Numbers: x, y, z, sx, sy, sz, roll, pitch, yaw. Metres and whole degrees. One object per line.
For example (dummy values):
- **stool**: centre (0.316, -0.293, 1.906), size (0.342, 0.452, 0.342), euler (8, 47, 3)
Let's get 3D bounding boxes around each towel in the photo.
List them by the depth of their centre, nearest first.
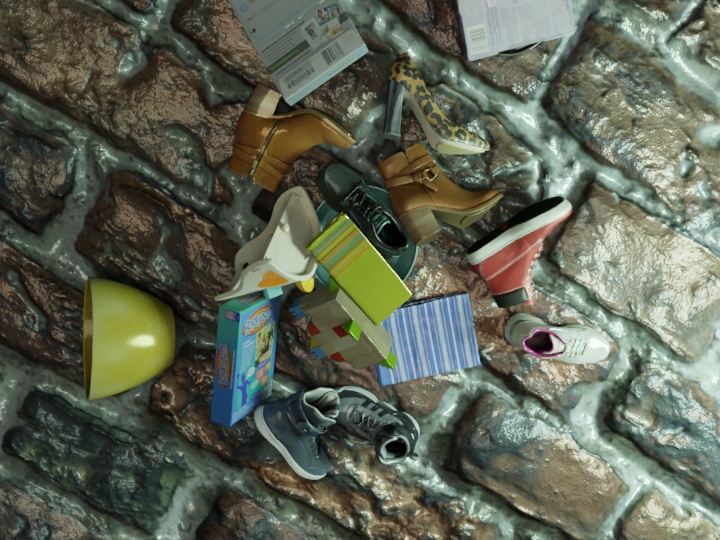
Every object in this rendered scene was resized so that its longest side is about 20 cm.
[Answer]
- **towel**: centre (0.000, 0.000, 1.183), size (0.086, 0.018, 0.200), euler (-39, 118, 5)
- **towel**: centre (0.114, 0.127, 1.304), size (0.194, 0.024, 0.149), euler (-12, 105, 2)

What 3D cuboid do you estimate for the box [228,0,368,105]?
- **box**: centre (-0.101, -0.391, 1.129), size (0.154, 0.041, 0.203), euler (-32, 85, 8)

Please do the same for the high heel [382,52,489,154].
- **high heel**: centre (0.134, -0.275, 1.188), size (0.195, 0.071, 0.147), euler (10, 83, -17)

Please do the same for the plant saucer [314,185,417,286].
- **plant saucer**: centre (0.003, -0.049, 1.251), size (0.194, 0.036, 0.206), euler (0, 105, -1)

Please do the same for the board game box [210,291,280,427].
- **board game box**: centre (-0.196, 0.144, 1.238), size (0.044, 0.152, 0.206), euler (12, 105, 18)

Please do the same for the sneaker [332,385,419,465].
- **sneaker**: centre (0.021, 0.282, 1.296), size (0.196, 0.114, 0.077), euler (25, 103, -7)

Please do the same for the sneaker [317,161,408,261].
- **sneaker**: centre (0.011, -0.102, 1.172), size (0.200, 0.079, 0.076), euler (46, 78, -13)

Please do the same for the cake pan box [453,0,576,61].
- **cake pan box**: centre (0.238, -0.450, 1.143), size (0.179, 0.052, 0.205), euler (-14, 104, 5)

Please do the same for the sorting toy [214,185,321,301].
- **sorting toy**: centre (-0.161, -0.015, 1.188), size (0.177, 0.202, 0.108), euler (-22, 122, 29)

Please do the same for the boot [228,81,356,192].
- **boot**: centre (-0.116, -0.202, 1.194), size (0.196, 0.074, 0.158), euler (25, 102, 6)

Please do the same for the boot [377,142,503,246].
- **boot**: centre (0.134, -0.144, 1.215), size (0.196, 0.077, 0.158), euler (-24, 77, -15)

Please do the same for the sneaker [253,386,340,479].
- **sneaker**: centre (-0.077, 0.293, 1.286), size (0.144, 0.078, 0.203), euler (-26, 124, 20)

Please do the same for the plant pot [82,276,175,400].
- **plant pot**: centre (-0.396, 0.114, 1.227), size (0.138, 0.199, 0.206), euler (1, 106, -26)

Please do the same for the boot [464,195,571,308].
- **boot**: centre (0.300, -0.025, 1.244), size (0.198, 0.073, 0.146), euler (-33, 103, 16)

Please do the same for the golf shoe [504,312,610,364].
- **golf shoe**: centre (0.356, 0.134, 1.274), size (0.194, 0.092, 0.077), euler (10, 103, -5)

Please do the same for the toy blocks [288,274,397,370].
- **toy blocks**: centre (-0.041, 0.105, 1.253), size (0.135, 0.101, 0.201), euler (-22, 119, 34)
